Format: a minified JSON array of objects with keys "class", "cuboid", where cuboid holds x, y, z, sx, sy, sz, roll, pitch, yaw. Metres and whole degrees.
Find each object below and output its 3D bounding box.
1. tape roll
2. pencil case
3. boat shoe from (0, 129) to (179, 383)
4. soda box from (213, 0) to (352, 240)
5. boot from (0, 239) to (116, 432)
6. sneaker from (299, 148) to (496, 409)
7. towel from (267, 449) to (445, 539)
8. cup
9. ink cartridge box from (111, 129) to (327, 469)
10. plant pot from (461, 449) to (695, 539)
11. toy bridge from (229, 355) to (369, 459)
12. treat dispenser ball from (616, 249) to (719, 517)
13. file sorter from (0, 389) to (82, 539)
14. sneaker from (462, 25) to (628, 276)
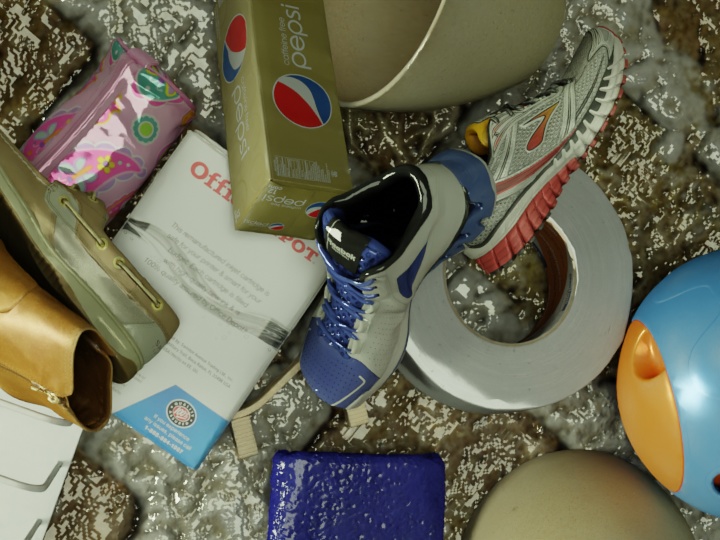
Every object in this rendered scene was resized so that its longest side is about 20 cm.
[{"class":"tape roll","cuboid":[0.106,0.008,0.950,0.197,0.066,0.204,1,83,-9]},{"class":"pencil case","cuboid":[-0.210,-0.072,0.906,0.087,0.087,0.200,42,85,-7]},{"class":"boat shoe","cuboid":[-0.199,-0.020,0.844,0.066,0.074,0.201,-37,95,-30]},{"class":"soda box","cuboid":[-0.059,-0.126,0.884,0.063,0.068,0.203,7,58,-26]},{"class":"boot","cuboid":[-0.226,0.009,0.788,0.071,0.143,0.203,-46,142,-33]},{"class":"sneaker","cuboid":[0.000,-0.001,0.843,0.080,0.115,0.201,43,113,27]},{"class":"towel","cuboid":[-0.009,0.240,0.966,0.145,0.049,0.203,5,90,-19]},{"class":"cup","cuboid":[0.065,-0.201,0.907,0.142,0.199,0.203,12,90,-33]},{"class":"ink cartridge box","cuboid":[-0.123,0.020,0.922,0.144,0.084,0.201,36,87,-7]},{"class":"plant pot","cuboid":[0.184,0.249,0.949,0.197,0.134,0.204,0,91,-9]},{"class":"toy bridge","cuboid":[-0.009,0.088,0.970,0.197,0.027,0.068,-15,93,-9]},{"class":"treat dispenser ball","cuboid":[0.290,0.084,0.918,0.198,0.201,0.204,0,92,-8]},{"class":"file sorter","cuboid":[-0.294,0.170,0.882,0.137,0.124,0.203,20,89,-8]},{"class":"sneaker","cuboid":[0.124,-0.099,0.895,0.082,0.078,0.201,35,77,-2]}]
